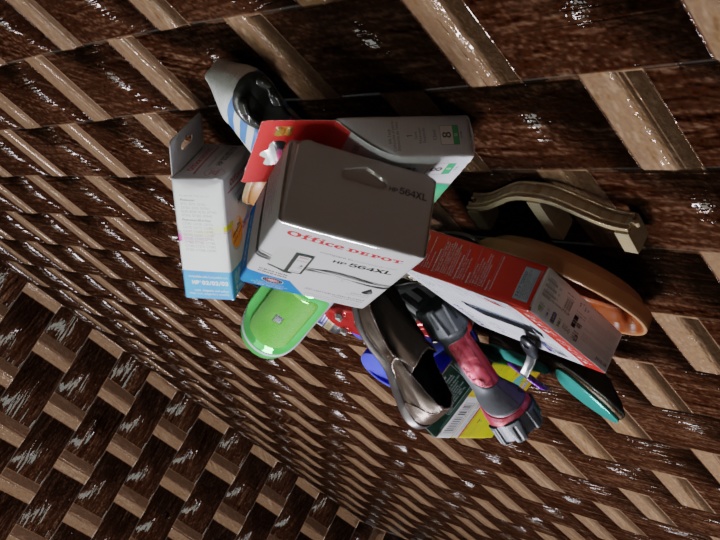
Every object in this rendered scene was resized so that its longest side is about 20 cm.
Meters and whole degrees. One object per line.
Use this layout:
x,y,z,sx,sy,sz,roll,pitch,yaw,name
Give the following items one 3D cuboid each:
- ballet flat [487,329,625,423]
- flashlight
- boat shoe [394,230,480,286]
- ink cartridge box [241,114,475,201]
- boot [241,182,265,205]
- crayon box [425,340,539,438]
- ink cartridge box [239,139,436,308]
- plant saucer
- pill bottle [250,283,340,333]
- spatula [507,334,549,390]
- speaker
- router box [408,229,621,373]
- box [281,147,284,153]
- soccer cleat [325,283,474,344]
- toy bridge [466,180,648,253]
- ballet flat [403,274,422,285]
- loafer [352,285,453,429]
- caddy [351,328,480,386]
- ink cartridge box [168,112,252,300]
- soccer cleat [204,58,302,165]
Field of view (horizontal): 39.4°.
0.250,0.109,1.241,0.199,0.069,0.068,30,167,26,ballet flat
0.144,0.116,1.214,0.067,0.068,0.201,-29,107,19,flashlight
0.082,-0.006,1.222,0.067,0.057,0.199,39,159,-26,boat shoe
-0.007,-0.097,0.978,0.197,0.051,0.161,-5,165,-16,ink cartridge box
-0.057,-0.076,1.234,0.153,0.074,0.200,25,170,12,boot
0.161,0.165,1.360,0.051,0.128,0.199,41,-169,28,crayon box
-0.029,-0.038,0.987,0.144,0.085,0.200,14,162,-12,ink cartridge box
0.216,0.012,1.067,0.198,0.033,0.200,27,173,3,plant saucer
-0.087,-0.008,1.376,0.199,0.113,0.112,30,161,-4,pill bottle
0.193,0.104,1.154,0.056,0.021,0.200,37,169,20,spatula
-0.085,0.036,1.268,0.088,0.089,0.200,32,140,-8,speaker
0.160,0.031,1.074,0.178,0.049,0.199,20,171,42,router box
-0.009,-0.076,1.131,0.081,0.050,0.200,-22,142,11,box
0.052,0.048,1.298,0.197,0.086,0.069,2,147,18,soccer cleat
0.186,-0.059,0.987,0.199,0.027,0.067,12,154,44,toy bridge
0.000,0.000,1.134,0.197,0.047,0.067,-6,-167,-16,ballet flat
0.059,0.090,1.208,0.071,0.073,0.202,-21,98,45,loafer
0.079,0.091,1.406,0.199,0.105,0.143,15,136,45,caddy
-0.176,-0.080,1.233,0.067,0.115,0.202,3,117,11,ink cartridge box
-0.102,-0.158,1.111,0.086,0.070,0.201,34,165,39,soccer cleat
